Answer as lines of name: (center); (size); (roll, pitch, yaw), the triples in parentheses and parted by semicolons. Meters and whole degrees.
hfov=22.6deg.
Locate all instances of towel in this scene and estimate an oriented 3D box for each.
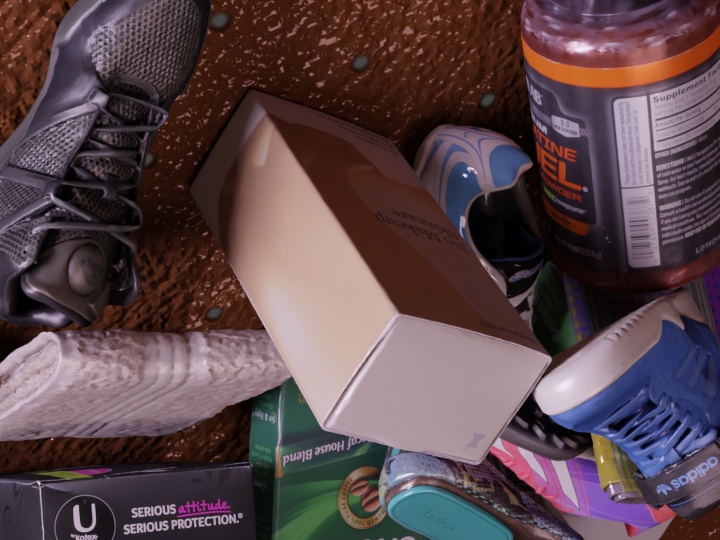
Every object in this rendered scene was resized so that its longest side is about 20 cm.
towel: (-0.123, 0.059, 0.944); (0.132, 0.035, 0.200); (-1, 167, -26)
towel: (0.178, 0.044, 1.052); (0.143, 0.201, 0.023); (4, 155, -32)

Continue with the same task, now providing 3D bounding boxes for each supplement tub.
supplement tub: (0.141, -0.095, 0.950); (0.107, 0.107, 0.201); (-19, 124, -11)

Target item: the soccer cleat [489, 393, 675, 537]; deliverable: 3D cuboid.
soccer cleat: (0.112, 0.107, 1.047); (0.199, 0.068, 0.073); (21, 125, -29)

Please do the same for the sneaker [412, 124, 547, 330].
sneaker: (0.074, 0.009, 1.025); (0.072, 0.072, 0.201); (-37, 134, -29)

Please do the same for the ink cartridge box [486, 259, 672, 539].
ink cartridge box: (0.147, 0.103, 1.155); (0.145, 0.084, 0.200); (8, 125, -30)

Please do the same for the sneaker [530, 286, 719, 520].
sneaker: (0.156, 0.076, 0.926); (0.077, 0.112, 0.200); (-31, 174, 19)

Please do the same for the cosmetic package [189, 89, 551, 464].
cosmetic package: (0.000, 0.000, 0.902); (0.105, 0.200, 0.071); (16, 117, -37)

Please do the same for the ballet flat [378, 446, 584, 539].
ballet flat: (0.087, 0.149, 1.071); (0.074, 0.074, 0.200); (-40, 126, 11)

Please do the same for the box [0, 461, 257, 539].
box: (-0.135, 0.209, 0.999); (0.124, 0.148, 0.201); (-1, 86, -26)

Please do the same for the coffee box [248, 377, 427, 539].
coffee box: (-0.007, 0.145, 1.069); (0.123, 0.044, 0.201); (3, 92, -30)

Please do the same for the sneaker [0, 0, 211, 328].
sneaker: (-0.122, -0.050, 0.861); (0.076, 0.114, 0.200); (21, 115, -41)
